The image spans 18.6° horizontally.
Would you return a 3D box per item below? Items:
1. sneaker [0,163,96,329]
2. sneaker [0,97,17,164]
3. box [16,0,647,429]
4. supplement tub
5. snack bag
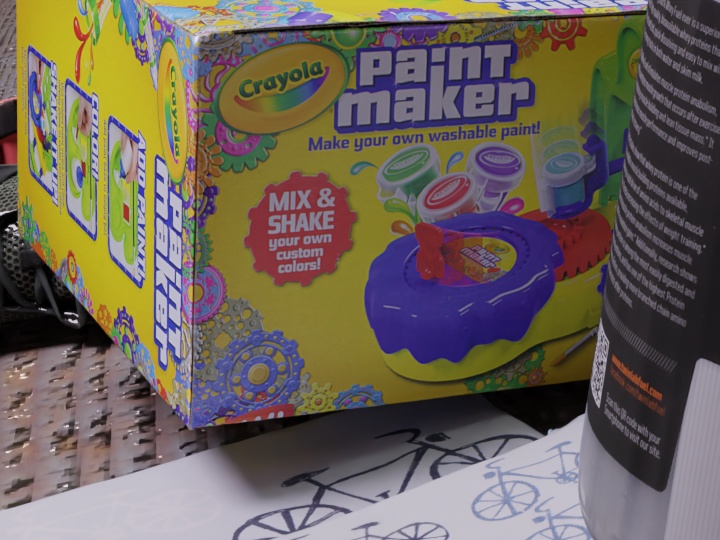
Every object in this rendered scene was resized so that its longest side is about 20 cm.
[{"bbox_3d":[-0.135,-0.008,0.870,0.199,0.077,0.114,-11,8,-23],"label":"sneaker"},{"bbox_3d":[-0.227,-0.036,1.079,0.199,0.074,0.087,-11,2,-15],"label":"sneaker"},{"bbox_3d":[0.005,-0.049,0.734,0.199,0.122,0.193,-5,20,-22],"label":"box"},{"bbox_3d":[0.120,-0.024,0.495,0.122,0.201,0.123,5,22,-2],"label":"supplement tub"},{"bbox_3d":[-0.012,0.074,0.605,0.188,0.021,0.200,-16,16,-17],"label":"snack bag"}]
